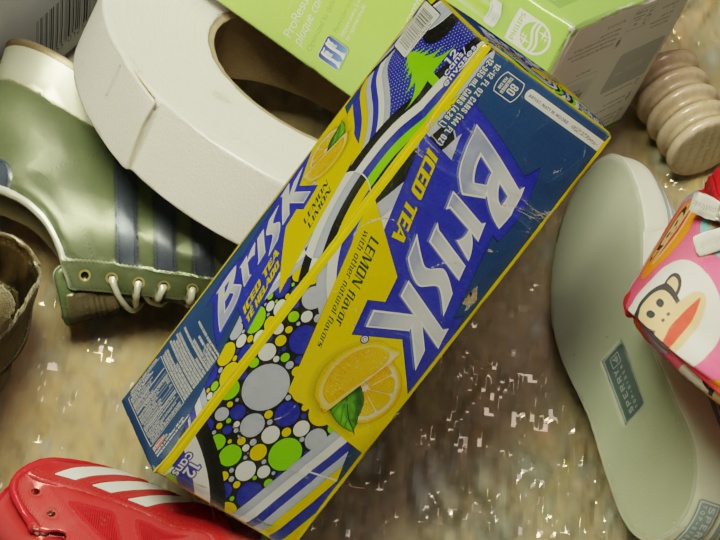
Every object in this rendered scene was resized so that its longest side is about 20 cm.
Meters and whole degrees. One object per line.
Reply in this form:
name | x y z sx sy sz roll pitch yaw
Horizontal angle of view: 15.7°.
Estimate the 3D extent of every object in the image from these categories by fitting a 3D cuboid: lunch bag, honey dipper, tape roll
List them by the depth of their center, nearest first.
lunch bag | 0.188 0.047 0.946 0.200 0.176 0.082 37 99 2
tape roll | -0.022 -0.065 1.092 0.202 0.037 0.203 21 30 -13
honey dipper | 0.113 -0.130 1.212 0.038 0.038 0.200 -17 58 -19

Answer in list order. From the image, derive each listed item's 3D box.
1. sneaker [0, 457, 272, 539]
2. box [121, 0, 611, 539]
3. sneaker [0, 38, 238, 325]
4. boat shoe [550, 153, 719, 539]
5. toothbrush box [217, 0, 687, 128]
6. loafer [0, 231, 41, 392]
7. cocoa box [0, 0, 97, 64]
sneaker | -0.099 0.139 0.940 0.115 0.079 0.200 26 23 4
box | 0.000 0.000 0.978 0.070 0.200 0.064 33 11 -29
sneaker | -0.089 -0.007 1.088 0.200 0.067 0.090 33 75 6
boat shoe | 0.132 0.038 1.086 0.071 0.070 0.201 18 41 -28
toothbrush box | 0.023 -0.136 1.119 0.200 0.086 0.146 37 28 14
loafer | -0.176 0.022 0.982 0.076 0.068 0.200 29 14 4
cocoa box | -0.214 -0.125 1.102 0.131 0.134 0.200 33 58 15
